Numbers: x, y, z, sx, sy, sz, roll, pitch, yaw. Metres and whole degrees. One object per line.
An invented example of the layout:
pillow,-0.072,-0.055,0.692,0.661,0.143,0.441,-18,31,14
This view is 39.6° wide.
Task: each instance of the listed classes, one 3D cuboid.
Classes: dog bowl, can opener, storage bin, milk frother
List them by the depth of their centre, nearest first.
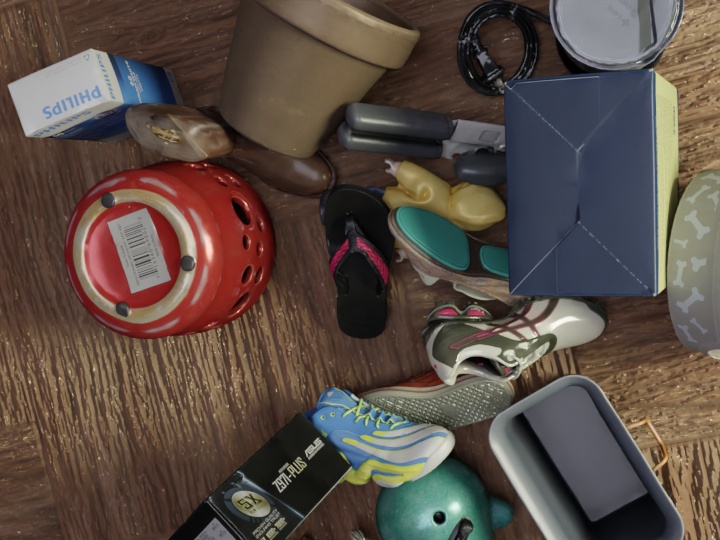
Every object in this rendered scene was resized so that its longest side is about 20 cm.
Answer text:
dog bowl,0.356,-0.008,0.971,0.059,0.200,0.201,5,97,37
milk frother,0.196,-0.235,0.983,0.181,0.188,0.200,46,103,6
storage bin,0.240,0.196,1.039,0.145,0.134,0.200,-33,88,13
can opener,0.078,-0.129,1.040,0.199,0.067,0.053,3,137,-24

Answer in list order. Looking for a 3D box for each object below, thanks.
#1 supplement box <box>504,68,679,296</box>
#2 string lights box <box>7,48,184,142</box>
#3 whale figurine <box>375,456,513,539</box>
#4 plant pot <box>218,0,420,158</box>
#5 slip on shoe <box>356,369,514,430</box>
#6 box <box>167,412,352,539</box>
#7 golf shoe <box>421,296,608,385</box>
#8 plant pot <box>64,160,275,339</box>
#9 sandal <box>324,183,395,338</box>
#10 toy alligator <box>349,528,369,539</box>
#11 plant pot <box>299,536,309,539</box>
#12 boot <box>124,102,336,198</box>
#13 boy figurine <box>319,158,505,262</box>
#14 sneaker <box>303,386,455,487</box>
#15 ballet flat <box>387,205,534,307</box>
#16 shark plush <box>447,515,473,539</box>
supplement box,0.231,-0.082,0.973,0.134,0.200,0.201,0,95,24
string lights box,-0.278,-0.184,1.089,0.102,0.200,0.059,-19,91,13
whale figurine,0.099,0.297,1.080,0.159,0.104,0.200,-27,80,-6
plant pot,-0.063,-0.220,1.048,0.200,0.200,0.175,33,111,8
slip on shoe,0.080,0.142,1.113,0.199,0.061,0.074,-18,112,26
box,-0.125,0.270,1.077,0.086,0.164,0.200,45,132,6
golf shoe,0.166,0.078,1.050,0.199,0.088,0.077,-6,138,-3
plant pot,-0.214,-0.022,1.101,0.200,0.182,0.201,1,96,15
sandal,0.000,0.000,1.078,0.075,0.045,0.201,2,124,9
toy alligator,0.070,0.359,1.138,0.054,0.059,0.200,-36,82,-29
plant pot,-0.053,0.457,1.108,0.176,0.200,0.200,33,102,-3
boot,-0.133,-0.126,1.060,0.186,0.200,0.064,24,100,11
boy figurine,0.056,-0.068,1.088,0.199,0.064,0.125,-8,119,12
sneaker,0.003,0.176,1.083,0.200,0.076,0.105,-19,109,39
ballet flat,0.104,-0.005,1.055,0.199,0.068,0.067,23,139,-20
shark plush,0.053,0.327,1.028,0.083,0.091,0.200,50,137,32
